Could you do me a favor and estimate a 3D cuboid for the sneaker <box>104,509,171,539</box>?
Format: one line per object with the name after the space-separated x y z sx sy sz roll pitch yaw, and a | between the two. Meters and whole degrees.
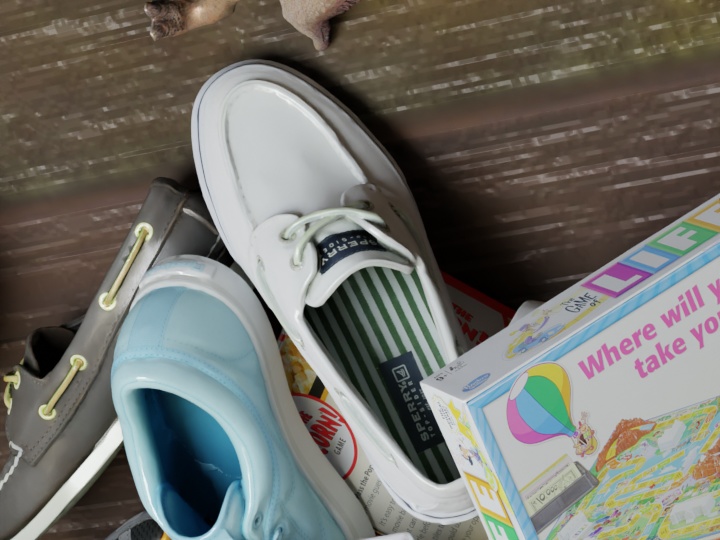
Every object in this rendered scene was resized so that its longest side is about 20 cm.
-0.042 0.182 1.227 0.200 0.078 0.077 38 122 0 | sneaker

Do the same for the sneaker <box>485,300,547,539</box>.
0.092 0.099 1.056 0.079 0.078 0.200 11 131 22 | sneaker

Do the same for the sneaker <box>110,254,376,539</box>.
-0.053 0.096 1.108 0.074 0.082 0.200 -10 122 28 | sneaker

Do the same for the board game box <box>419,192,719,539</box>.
0.133 0.049 1.002 0.034 0.200 0.135 22 139 62 | board game box

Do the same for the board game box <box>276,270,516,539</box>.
0.048 0.091 1.147 0.200 0.046 0.152 29 127 6 | board game box

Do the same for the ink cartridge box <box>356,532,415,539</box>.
-0.055 0.176 1.130 0.199 0.057 0.163 -6 145 13 | ink cartridge box

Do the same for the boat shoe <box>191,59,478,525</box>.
0.000 0.000 1.062 0.073 0.067 0.200 -32 79 -6 | boat shoe

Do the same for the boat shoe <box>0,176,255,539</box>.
-0.112 0.042 1.177 0.061 0.072 0.201 38 119 -5 | boat shoe

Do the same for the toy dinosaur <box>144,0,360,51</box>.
-0.022 -0.155 1.010 0.135 0.086 0.200 -8 121 21 | toy dinosaur
